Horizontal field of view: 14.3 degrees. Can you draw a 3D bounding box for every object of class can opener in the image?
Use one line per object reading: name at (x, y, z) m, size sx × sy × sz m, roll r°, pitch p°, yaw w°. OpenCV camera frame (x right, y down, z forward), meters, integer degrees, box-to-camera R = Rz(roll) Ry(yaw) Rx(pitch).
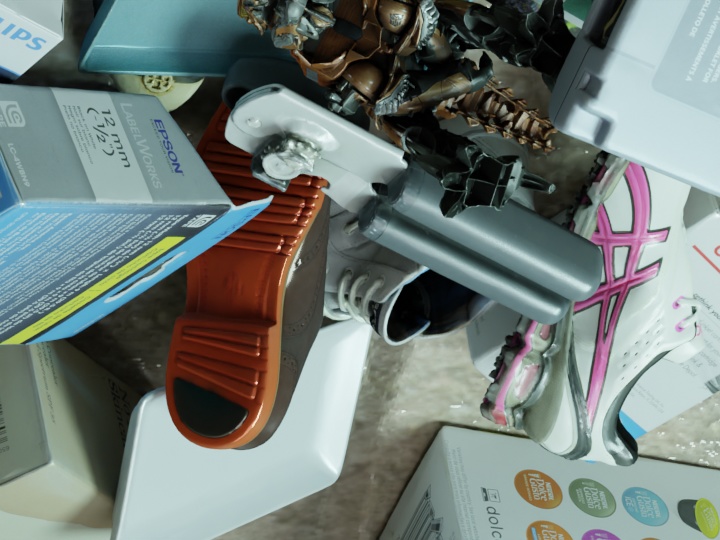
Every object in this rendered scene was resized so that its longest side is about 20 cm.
can opener at (0.026, -0.041, 1.348) m, size 0.199 × 0.067 × 0.053 m, roll 30°, pitch 142°, yaw -17°

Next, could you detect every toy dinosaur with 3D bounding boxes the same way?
toy dinosaur at (0.032, -0.096, 1.306) m, size 0.199 × 0.135 × 0.103 m, roll -6°, pitch 116°, yaw -44°

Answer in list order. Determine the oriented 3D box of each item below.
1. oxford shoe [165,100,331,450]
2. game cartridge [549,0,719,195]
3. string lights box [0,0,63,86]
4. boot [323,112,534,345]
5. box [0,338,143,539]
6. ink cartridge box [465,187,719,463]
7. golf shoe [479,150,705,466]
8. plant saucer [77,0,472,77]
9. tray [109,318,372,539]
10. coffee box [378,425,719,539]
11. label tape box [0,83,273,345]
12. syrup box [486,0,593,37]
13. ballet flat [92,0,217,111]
oxford shoe at (-0.048, -0.011, 1.421) m, size 0.071 × 0.201 × 0.072 m, roll 14°, pitch 179°, yaw 21°
game cartridge at (0.179, -0.132, 1.254) m, size 0.133 × 0.040 × 0.201 m, roll 21°, pitch 101°, yaw -25°
string lights box at (-0.208, -0.105, 1.292) m, size 0.059 × 0.103 × 0.200 m, roll 27°, pitch 137°, yaw -30°
boot at (0.000, 0.000, 1.461) m, size 0.199 × 0.096 × 0.074 m, roll -29°, pitch 132°, yaw 19°
box at (-0.157, 0.104, 1.503) m, size 0.077 × 0.096 × 0.200 m, roll -22°, pitch 154°, yaw 14°
ink cartridge box at (0.165, 0.006, 1.515) m, size 0.199 × 0.067 × 0.116 m, roll -32°, pitch 130°, yaw 22°
golf shoe at (0.137, 0.001, 1.425) m, size 0.092 × 0.073 × 0.201 m, roll 25°, pitch 106°, yaw 4°
plant saucer at (-0.038, -0.119, 1.348) m, size 0.199 × 0.019 × 0.070 m, roll -2°, pitch 140°, yaw -37°
tray at (-0.066, 0.086, 1.497) m, size 0.200 × 0.022 × 0.108 m, roll -20°, pitch 127°, yaw -52°
coffee box at (0.112, 0.238, 1.644) m, size 0.196 × 0.200 × 0.201 m, roll 11°, pitch 132°, yaw -19°
label tape box at (-0.154, -0.023, 1.319) m, size 0.143 × 0.066 × 0.200 m, roll -32°, pitch 166°, yaw 28°
syrup box at (0.096, -0.163, 1.325) m, size 0.199 × 0.082 × 0.079 m, roll 27°, pitch 125°, yaw -29°
ballet flat at (-0.087, -0.147, 1.328) m, size 0.066 × 0.057 × 0.201 m, roll 3°, pitch 134°, yaw -11°
